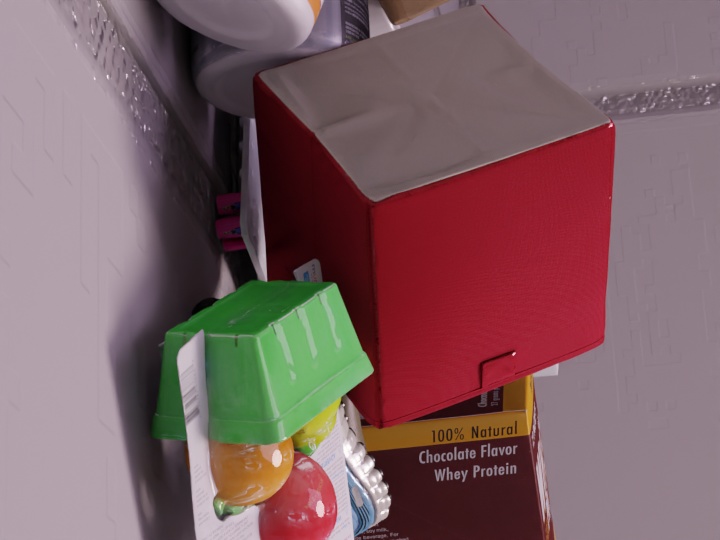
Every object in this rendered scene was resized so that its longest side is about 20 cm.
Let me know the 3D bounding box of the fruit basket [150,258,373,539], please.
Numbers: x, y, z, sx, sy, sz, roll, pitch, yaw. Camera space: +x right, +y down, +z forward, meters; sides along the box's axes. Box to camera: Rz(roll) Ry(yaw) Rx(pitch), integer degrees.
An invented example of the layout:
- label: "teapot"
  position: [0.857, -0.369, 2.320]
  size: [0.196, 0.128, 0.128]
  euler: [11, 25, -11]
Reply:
- label: "fruit basket"
  position: [-0.059, 0.112, 1.201]
  size: [0.185, 0.094, 0.200]
  euler: [-35, 128, -58]

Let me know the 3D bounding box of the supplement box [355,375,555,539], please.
- label: "supplement box"
  position: [0.044, 0.170, 1.566]
  size: [0.133, 0.197, 0.200]
  euler: [-80, 162, -64]

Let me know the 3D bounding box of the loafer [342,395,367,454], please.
- label: "loafer"
  position: [-0.021, 0.129, 1.420]
  size: [0.075, 0.070, 0.200]
  euler: [5, 96, -77]

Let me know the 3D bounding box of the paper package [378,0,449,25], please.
- label: "paper package"
  position: [0.024, -0.308, 1.551]
  size: [0.200, 0.103, 0.191]
  euler: [62, 9, -19]

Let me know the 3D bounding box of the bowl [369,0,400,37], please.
- label: "bowl"
  position: [-0.027, -0.241, 1.669]
  size: [0.200, 0.075, 0.200]
  euler: [45, 23, -77]

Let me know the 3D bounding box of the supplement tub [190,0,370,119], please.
- label: "supplement tub"
  position: [-0.057, -0.214, 1.389]
  size: [0.123, 0.122, 0.200]
  euler: [64, 21, -68]

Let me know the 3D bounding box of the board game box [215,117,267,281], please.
- label: "board game box"
  position: [-0.072, -0.058, 1.514]
  size: [0.200, 0.026, 0.200]
  euler: [73, 14, -56]

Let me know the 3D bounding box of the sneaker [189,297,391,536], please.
- label: "sneaker"
  position: [-0.056, 0.106, 1.302]
  size: [0.078, 0.090, 0.200]
  euler: [8, -47, 56]

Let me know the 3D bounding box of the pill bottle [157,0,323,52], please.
- label: "pill bottle"
  position: [-0.051, -0.247, 1.276]
  size: [0.112, 0.112, 0.200]
  euler: [68, 40, -64]

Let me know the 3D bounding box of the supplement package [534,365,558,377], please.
- label: "supplement package"
  position: [0.082, -0.006, 1.950]
  size: [0.147, 0.200, 0.192]
  euler: [-79, 162, -64]

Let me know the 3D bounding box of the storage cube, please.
- label: "storage cube"
  position: [0.045, -0.038, 1.313]
  size: [0.171, 0.200, 0.180]
  euler: [50, -29, 45]
